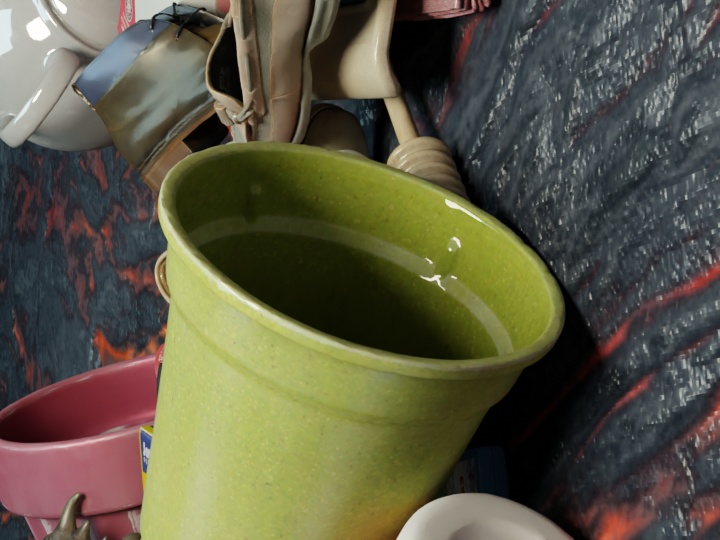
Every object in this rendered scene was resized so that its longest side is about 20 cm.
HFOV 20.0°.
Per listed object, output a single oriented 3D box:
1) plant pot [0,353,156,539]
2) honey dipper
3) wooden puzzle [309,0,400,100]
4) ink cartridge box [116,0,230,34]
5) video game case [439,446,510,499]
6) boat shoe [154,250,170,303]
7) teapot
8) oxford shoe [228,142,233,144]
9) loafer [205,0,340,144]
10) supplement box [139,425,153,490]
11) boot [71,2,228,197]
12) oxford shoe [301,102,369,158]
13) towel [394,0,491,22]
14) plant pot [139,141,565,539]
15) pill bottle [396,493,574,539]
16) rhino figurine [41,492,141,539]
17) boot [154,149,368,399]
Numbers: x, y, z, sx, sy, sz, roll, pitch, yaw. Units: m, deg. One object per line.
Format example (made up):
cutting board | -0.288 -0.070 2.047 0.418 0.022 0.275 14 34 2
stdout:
plant pot | -0.141 0.167 1.403 0.200 0.198 0.181 -163 56 -69
honey dipper | 0.021 -0.096 1.141 0.201 0.038 0.038 -106 24 -45
wooden puzzle | -0.015 -0.198 1.141 0.185 0.046 0.202 -167 81 -72
ink cartridge box | -0.104 -0.223 1.392 0.145 0.083 0.202 -119 34 -52
video game case | 0.040 0.180 1.125 0.200 0.018 0.145 149 118 -67
boat shoe | -0.094 0.021 1.404 0.200 0.069 0.075 -158 67 -68
teapot | -0.209 -0.194 1.547 0.146 0.196 0.202 -35 70 54
oxford shoe | -0.075 -0.058 1.314 0.200 0.073 0.072 149 113 -70
loafer | -0.059 -0.121 1.105 0.200 0.062 0.072 112 142 -60
supplement box | -0.066 0.196 1.266 0.109 0.108 0.202 -166 70 -69
boot | -0.102 -0.145 1.291 0.200 0.097 0.075 -48 -2 25
oxford shoe | 0.000 0.000 1.179 0.073 0.070 0.202 -10 83 46
towel | 0.039 -0.236 1.093 0.144 0.023 0.202 -164 75 -71
plant pot | -0.024 0.066 0.993 0.201 0.199 0.186 -120 43 -52
pill bottle | 0.034 0.211 0.977 0.201 0.109 0.110 -64 33 35
rhino figurine | -0.162 0.240 1.283 0.087 0.060 0.202 -15 79 31
boot | -0.058 0.021 1.139 0.144 0.072 0.202 20 106 40
